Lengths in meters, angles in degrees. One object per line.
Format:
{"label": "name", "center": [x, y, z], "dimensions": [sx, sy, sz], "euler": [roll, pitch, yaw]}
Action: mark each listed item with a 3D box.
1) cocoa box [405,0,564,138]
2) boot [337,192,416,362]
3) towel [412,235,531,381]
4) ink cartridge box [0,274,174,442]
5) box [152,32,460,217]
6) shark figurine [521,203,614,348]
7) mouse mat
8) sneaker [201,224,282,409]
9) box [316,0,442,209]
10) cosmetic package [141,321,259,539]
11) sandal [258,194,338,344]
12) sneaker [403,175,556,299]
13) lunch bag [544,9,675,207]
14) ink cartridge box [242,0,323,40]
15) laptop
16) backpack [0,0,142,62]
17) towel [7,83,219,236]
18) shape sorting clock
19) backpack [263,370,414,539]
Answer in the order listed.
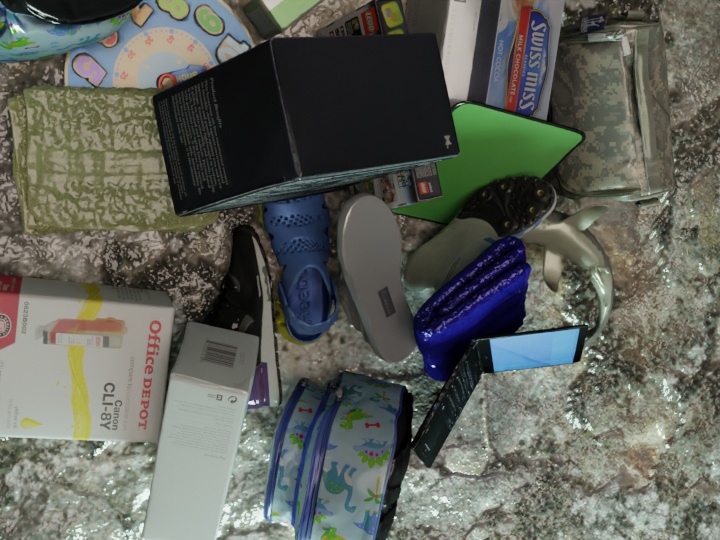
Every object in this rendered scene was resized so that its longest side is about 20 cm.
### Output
{"label": "cocoa box", "center": [0.124, -0.248, 1.056], "dimensions": [0.130, 0.133, 0.203], "euler": [5, 99, -17]}
{"label": "boot", "center": [0.000, 0.000, 1.071], "dimensions": [0.073, 0.095, 0.202], "euler": [-25, 122, -21]}
{"label": "towel", "center": [0.127, 0.052, 1.094], "dimensions": [0.147, 0.200, 0.050], "euler": [-41, 69, -7]}
{"label": "ink cartridge box", "center": [-0.294, 0.089, 1.018], "dimensions": [0.197, 0.083, 0.147], "euler": [6, 99, -18]}
{"label": "box", "center": [-0.050, -0.135, 0.932], "dimensions": [0.199, 0.197, 0.125], "euler": [-14, 93, -42]}
{"label": "shark figurine", "center": [0.252, -0.014, 1.162], "dimensions": [0.127, 0.090, 0.215], "euler": [-29, 112, 19]}
{"label": "mouse mat", "center": [0.121, -0.104, 1.066], "dimensions": [0.159, 0.200, 0.008], "euler": [10, 56, -26]}
{"label": "sneaker", "center": [-0.135, 0.055, 1.069], "dimensions": [0.086, 0.076, 0.203], "euler": [-7, 103, -10]}
{"label": "box", "center": [0.017, -0.162, 1.030], "dimensions": [0.034, 0.110, 0.203], "euler": [-13, 93, -36]}
{"label": "cosmetic package", "center": [-0.163, 0.169, 1.028], "dimensions": [0.080, 0.113, 0.202], "euler": [13, 113, -6]}
{"label": "sandal", "center": [-0.059, -0.012, 1.072], "dimensions": [0.079, 0.087, 0.203], "euler": [-13, 103, -12]}
{"label": "sneaker", "center": [0.134, -0.035, 1.105], "dimensions": [0.199, 0.072, 0.072], "euler": [-37, 150, 28]}
{"label": "lunch bag", "center": [0.268, -0.177, 1.098], "dimensions": [0.138, 0.168, 0.203], "euler": [-13, 104, -14]}
{"label": "ink cartridge box", "center": [-0.033, -0.288, 0.964], "dimensions": [0.145, 0.200, 0.048], "euler": [-40, 107, -7]}
{"label": "laptop", "center": [0.153, 0.142, 1.106], "dimensions": [0.103, 0.177, 0.201], "euler": [28, 79, 17]}
{"label": "backpack", "center": [-0.294, -0.251, 0.894], "dimensions": [0.162, 0.198, 0.156], "euler": [-26, 125, -46]}
{"label": "towel", "center": [-0.240, -0.109, 0.993], "dimensions": [0.197, 0.037, 0.150], "euler": [-2, 105, -9]}
{"label": "shape sorting clock", "center": [-0.196, -0.190, 1.018], "dimensions": [0.197, 0.039, 0.203], "euler": [-3, 102, -17]}
{"label": "backpack", "center": [-0.025, 0.212, 1.066], "dimensions": [0.145, 0.200, 0.185], "euler": [10, 100, 1]}
